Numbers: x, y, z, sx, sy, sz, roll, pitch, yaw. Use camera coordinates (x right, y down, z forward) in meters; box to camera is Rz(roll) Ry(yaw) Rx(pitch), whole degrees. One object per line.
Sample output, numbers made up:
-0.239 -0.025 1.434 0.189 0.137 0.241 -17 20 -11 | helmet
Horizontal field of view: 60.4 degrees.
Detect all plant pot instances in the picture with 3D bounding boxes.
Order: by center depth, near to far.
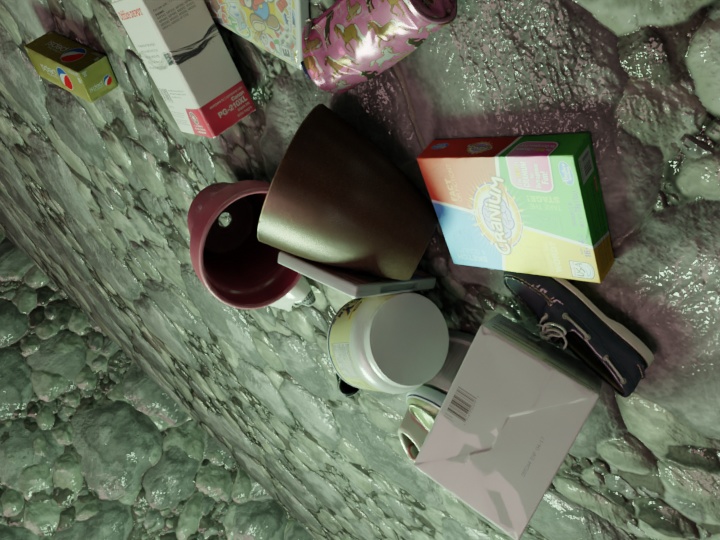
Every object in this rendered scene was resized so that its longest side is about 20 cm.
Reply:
-0.003 -0.077 0.790 0.195 0.190 0.188 27 148 1 | plant pot
-0.205 -0.062 1.040 0.178 0.198 0.204 32 151 50 | plant pot

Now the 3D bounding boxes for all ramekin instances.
0.164 0.201 0.962 0.199 0.094 0.206 32 147 23 | ramekin

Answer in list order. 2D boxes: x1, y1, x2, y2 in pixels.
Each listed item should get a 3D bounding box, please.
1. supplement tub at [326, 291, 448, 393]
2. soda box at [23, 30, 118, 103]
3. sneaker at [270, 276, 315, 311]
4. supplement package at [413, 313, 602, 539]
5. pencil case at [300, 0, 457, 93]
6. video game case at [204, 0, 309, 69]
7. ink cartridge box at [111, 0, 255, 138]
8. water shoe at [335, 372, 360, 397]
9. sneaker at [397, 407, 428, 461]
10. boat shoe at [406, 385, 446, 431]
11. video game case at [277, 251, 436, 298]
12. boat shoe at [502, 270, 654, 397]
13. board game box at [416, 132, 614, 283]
0.037 0.106 0.928 0.146 0.145 0.199 49 161 -7 | supplement tub
-0.561 -0.395 1.196 0.197 0.068 0.065 28 147 29 | soda box
-0.162 0.046 1.217 0.081 0.077 0.198 46 153 -21 | sneaker
0.183 0.186 0.771 0.153 0.110 0.205 30 105 21 | supplement package
0.013 -0.253 0.633 0.198 0.084 0.086 -10 88 55 | pencil case
-0.134 -0.367 0.739 0.180 0.023 0.203 34 148 21 | video game case
-0.250 -0.303 0.876 0.143 0.084 0.204 23 144 52 | ink cartridge box
-0.024 0.209 1.221 0.071 0.079 0.201 42 150 5 | water shoe
0.145 0.332 1.131 0.201 0.105 0.075 48 148 -5 | sneaker
0.140 0.243 0.885 0.197 0.062 0.073 35 148 19 | boat shoe
0.000 0.000 0.859 0.140 0.197 0.018 22 105 33 | video game case
0.243 0.066 0.728 0.198 0.062 0.075 40 167 11 | boat shoe
0.169 -0.070 0.689 0.196 0.040 0.156 9 133 46 | board game box
